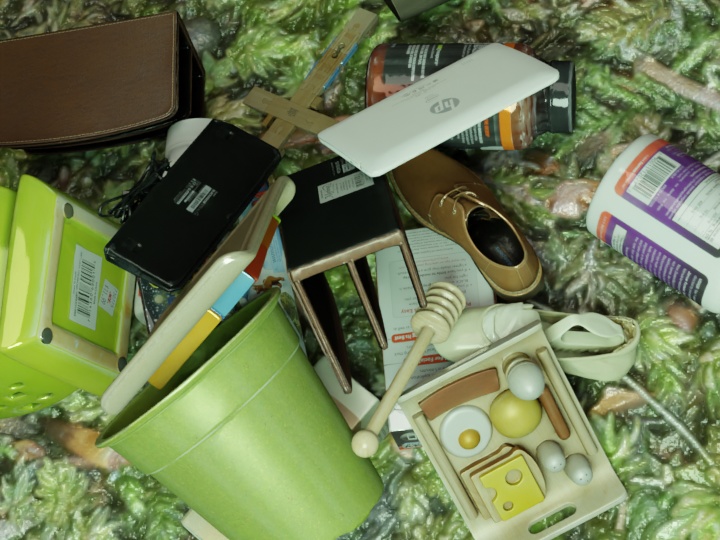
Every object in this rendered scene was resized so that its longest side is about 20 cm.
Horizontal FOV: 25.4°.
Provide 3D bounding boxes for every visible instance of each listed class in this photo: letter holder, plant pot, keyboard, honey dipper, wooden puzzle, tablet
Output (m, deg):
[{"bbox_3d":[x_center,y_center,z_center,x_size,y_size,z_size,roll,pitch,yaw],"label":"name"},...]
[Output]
[{"bbox_3d":[0.000,0.000,1.419,0.101,0.142,0.200,-20,26,3],"label":"letter holder"},{"bbox_3d":[-0.085,0.149,1.334,0.200,0.200,0.190,-40,97,-6],"label":"plant pot"},{"bbox_3d":[-0.327,0.022,1.509,0.181,0.199,0.200,-5,69,26],"label":"plant pot"},{"bbox_3d":[-0.269,-0.166,1.633,0.200,0.101,0.142,-8,57,8],"label":"letter holder"},{"bbox_3d":[-0.160,-0.061,1.444,0.104,0.040,0.200,30,51,6],"label":"keyboard"},{"bbox_3d":[0.040,0.087,1.360,0.038,0.038,0.200,15,46,16],"label":"honey dipper"},{"bbox_3d":[-0.125,0.022,1.313,0.037,0.200,0.185,40,112,-6],"label":"wooden puzzle"},{"bbox_3d":[0.069,-0.150,1.451,0.200,0.014,0.130,-29,29,-12],"label":"tablet"}]

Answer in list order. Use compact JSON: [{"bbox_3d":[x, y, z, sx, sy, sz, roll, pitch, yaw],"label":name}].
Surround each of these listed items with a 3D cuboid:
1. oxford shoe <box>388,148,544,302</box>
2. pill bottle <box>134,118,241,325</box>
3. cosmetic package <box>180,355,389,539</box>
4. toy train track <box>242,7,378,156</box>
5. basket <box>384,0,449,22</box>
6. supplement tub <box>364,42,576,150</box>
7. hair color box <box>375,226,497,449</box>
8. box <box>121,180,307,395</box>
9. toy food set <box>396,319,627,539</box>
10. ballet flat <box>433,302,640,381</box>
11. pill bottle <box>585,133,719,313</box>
[{"bbox_3d":[0.096,-0.060,1.482,0.071,0.071,0.200,-42,64,-7],"label":"oxford shoe"},{"bbox_3d":[-0.158,-0.043,1.568,0.112,0.112,0.200,-1,70,11],"label":"pill bottle"},{"bbox_3d":[-0.064,0.185,1.465,0.071,0.105,0.200,37,81,20],"label":"cosmetic package"},{"bbox_3d":[-0.043,-0.186,1.648,0.115,0.033,0.200,25,70,27],"label":"toy train track"},{"bbox_3d":[0.095,-0.356,1.632,0.200,0.136,0.180,-32,71,2],"label":"basket"},{"bbox_3d":[0.110,-0.170,1.567,0.200,0.107,0.107,2,69,12],"label":"supplement tub"},{"bbox_3d":[0.077,0.060,1.507,0.111,0.064,0.200,-7,66,8],"label":"hair color box"},{"bbox_3d":[-0.135,0.012,1.471,0.137,0.038,0.200,-10,73,-12],"label":"box"},{"bbox_3d":[0.135,0.155,1.407,0.143,0.200,0.060,-28,22,0],"label":"toy food set"},{"bbox_3d":[0.165,0.057,1.444,0.200,0.069,0.070,6,67,-20],"label":"ballet flat"},{"bbox_3d":[0.318,-0.031,1.468,0.200,0.111,0.111,36,79,21],"label":"pill bottle"}]
